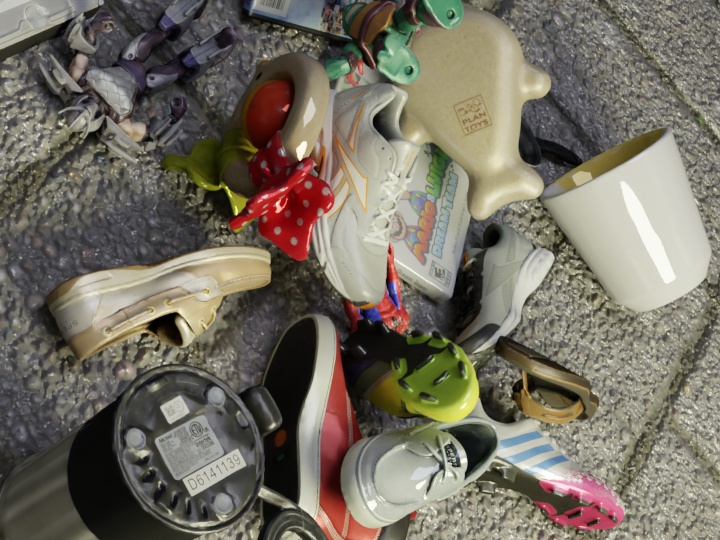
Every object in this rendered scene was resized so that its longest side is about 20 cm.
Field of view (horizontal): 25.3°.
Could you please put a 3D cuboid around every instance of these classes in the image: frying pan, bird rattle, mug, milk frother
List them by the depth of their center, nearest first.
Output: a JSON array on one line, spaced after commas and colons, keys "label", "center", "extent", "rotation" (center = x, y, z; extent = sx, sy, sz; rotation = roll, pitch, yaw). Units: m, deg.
[{"label": "milk frother", "center": [-0.129, 0.190, 1.133], "extent": [0.179, 0.188, 0.202], "rotation": [-3, 69, -39]}, {"label": "bird rattle", "center": [-0.081, -0.106, 1.330], "extent": [0.112, 0.200, 0.165], "rotation": [23, 85, -21]}, {"label": "mug", "center": [0.296, -0.053, 1.657], "extent": [0.186, 0.149, 0.154], "rotation": [-34, 98, -38]}, {"label": "frying pan", "center": [0.160, -0.151, 1.669], "extent": [0.116, 0.031, 0.190], "rotation": [59, 24, 13]}]

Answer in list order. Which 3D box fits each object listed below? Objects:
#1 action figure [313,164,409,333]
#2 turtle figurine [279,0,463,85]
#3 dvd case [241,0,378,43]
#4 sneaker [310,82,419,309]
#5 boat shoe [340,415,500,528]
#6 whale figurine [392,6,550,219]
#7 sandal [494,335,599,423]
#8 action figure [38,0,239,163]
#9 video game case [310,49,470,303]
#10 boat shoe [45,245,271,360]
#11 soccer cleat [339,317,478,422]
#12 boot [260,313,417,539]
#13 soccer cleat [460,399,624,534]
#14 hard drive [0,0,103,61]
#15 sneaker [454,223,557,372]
[{"label": "action figure", "center": [0.000, 0.000, 1.431], "extent": [0.065, 0.052, 0.202], "rotation": [-30, 98, -36]}, {"label": "turtle figurine", "center": [0.011, -0.227, 1.459], "extent": [0.100, 0.200, 0.151], "rotation": [19, 94, -31]}, {"label": "dvd case", "center": [-0.024, -0.322, 1.523], "extent": [0.142, 0.018, 0.202], "rotation": [8, 107, -39]}, {"label": "sneaker", "center": [0.009, -0.070, 1.360], "extent": [0.076, 0.091, 0.202], "rotation": [20, 60, -58]}, {"label": "boat shoe", "center": [0.054, 0.154, 1.311], "extent": [0.200, 0.071, 0.071], "rotation": [-15, 82, -60]}, {"label": "whale figurine", "center": [0.109, -0.150, 1.539], "extent": [0.104, 0.158, 0.202], "rotation": [27, 41, -80]}, {"label": "sandal", "center": [0.168, 0.113, 1.472], "extent": [0.081, 0.200, 0.055], "rotation": [27, 82, 23]}, {"label": "action figure", "center": [-0.188, -0.172, 1.367], "extent": [0.131, 0.069, 0.200], "rotation": [53, 48, -11]}, {"label": "video game case", "center": [0.032, -0.093, 1.537], "extent": [0.181, 0.024, 0.201], "rotation": [33, 50, -22]}, {"label": "boat shoe", "center": [-0.154, 0.029, 1.287], "extent": [0.198, 0.074, 0.070], "rotation": [-13, 78, -33]}, {"label": "soccer cleat", "center": [0.049, 0.094, 1.340], "extent": [0.065, 0.200, 0.084], "rotation": [-40, 115, -16]}, {"label": "boot", "center": [-0.011, 0.145, 1.346], "extent": [0.144, 0.072, 0.202], "rotation": [25, 55, -35]}, {"label": "soccer cleat", "center": [0.166, 0.174, 1.470], "extent": [0.199, 0.070, 0.087], "rotation": [26, 52, -27]}, {"label": "hard drive", "center": [-0.320, -0.238, 1.313], "extent": [0.200, 0.038, 0.140], "rotation": [-35, 92, -46]}, {"label": "sneaker", "center": [0.116, 0.029, 1.516], "extent": [0.079, 0.074, 0.201], "rotation": [38, 41, -4]}]
